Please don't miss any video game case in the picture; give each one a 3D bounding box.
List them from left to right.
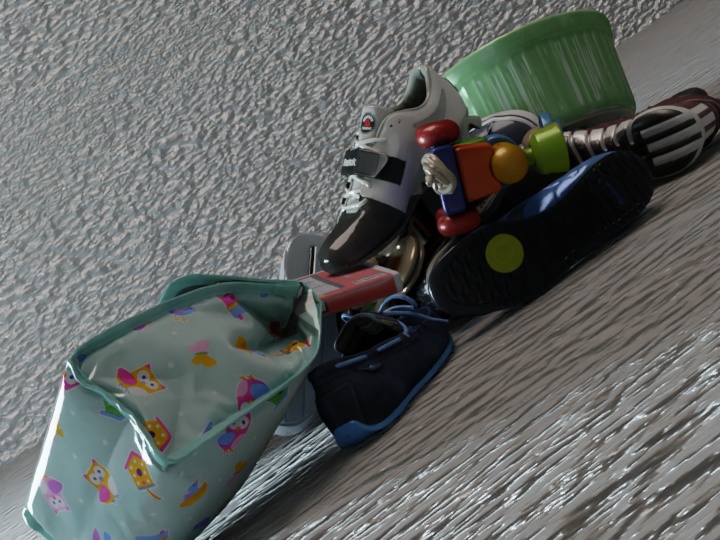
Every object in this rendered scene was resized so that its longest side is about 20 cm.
[{"bbox_3d":[-0.076,0.032,1.029,0.198,0.018,0.143,-18,8,-11],"label":"video game case"}]

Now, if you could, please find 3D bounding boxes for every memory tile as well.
[{"bbox_3d":[0.000,0.000,1.149,0.154,0.017,0.200,-60,22,21],"label":"memory tile"}]

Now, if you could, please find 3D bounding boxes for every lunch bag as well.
[{"bbox_3d":[-0.118,0.100,0.890,0.200,0.122,0.171,-35,-22,-46],"label":"lunch bag"}]

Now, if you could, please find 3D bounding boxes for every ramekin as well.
[{"bbox_3d":[0.169,-0.157,1.260,0.198,0.098,0.200,-22,-12,-5],"label":"ramekin"}]

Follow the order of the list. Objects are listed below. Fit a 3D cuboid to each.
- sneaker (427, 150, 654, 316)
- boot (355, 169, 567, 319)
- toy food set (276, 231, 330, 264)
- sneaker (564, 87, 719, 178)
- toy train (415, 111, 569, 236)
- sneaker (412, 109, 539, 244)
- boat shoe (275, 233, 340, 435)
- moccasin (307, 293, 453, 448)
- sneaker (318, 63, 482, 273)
[{"bbox_3d":[0.138,-0.024,1.016,0.199,0.066,0.078,-32,0,-8],"label":"sneaker"},{"bbox_3d":[0.094,-0.015,1.141,0.203,0.074,0.153,-38,5,-36],"label":"boot"},{"bbox_3d":[0.030,-0.026,1.286,0.199,0.061,0.144,-34,45,-8],"label":"toy food set"},{"bbox_3d":[0.248,-0.110,1.165,0.115,0.076,0.199,-29,11,-37],"label":"sneaker"},{"bbox_3d":[0.105,-0.079,0.972,0.115,0.086,0.200,-14,6,4],"label":"toy train"},{"bbox_3d":[0.085,-0.070,1.183,0.199,0.079,0.080,-31,19,36],"label":"sneaker"},{"bbox_3d":[-0.050,0.061,1.121,0.062,0.071,0.201,101,179,-52],"label":"boat shoe"},{"bbox_3d":[0.018,0.057,0.952,0.080,0.069,0.200,-31,6,19],"label":"moccasin"},{"bbox_3d":[0.014,-0.089,1.086,0.074,0.089,0.201,4,51,53],"label":"sneaker"}]
